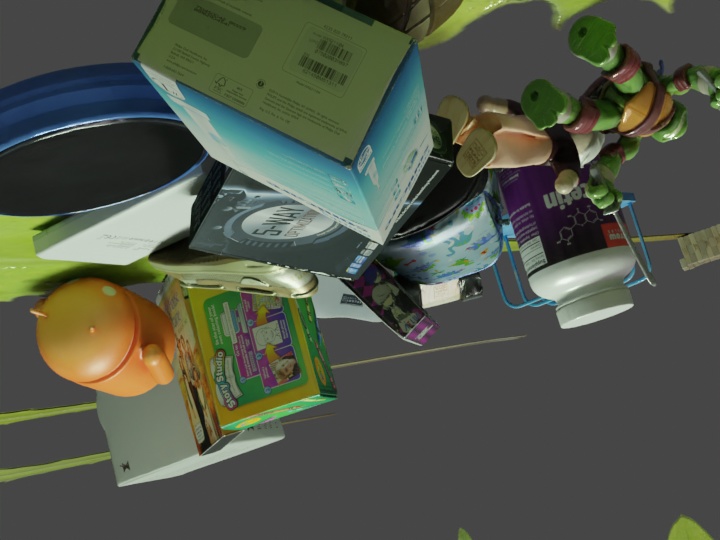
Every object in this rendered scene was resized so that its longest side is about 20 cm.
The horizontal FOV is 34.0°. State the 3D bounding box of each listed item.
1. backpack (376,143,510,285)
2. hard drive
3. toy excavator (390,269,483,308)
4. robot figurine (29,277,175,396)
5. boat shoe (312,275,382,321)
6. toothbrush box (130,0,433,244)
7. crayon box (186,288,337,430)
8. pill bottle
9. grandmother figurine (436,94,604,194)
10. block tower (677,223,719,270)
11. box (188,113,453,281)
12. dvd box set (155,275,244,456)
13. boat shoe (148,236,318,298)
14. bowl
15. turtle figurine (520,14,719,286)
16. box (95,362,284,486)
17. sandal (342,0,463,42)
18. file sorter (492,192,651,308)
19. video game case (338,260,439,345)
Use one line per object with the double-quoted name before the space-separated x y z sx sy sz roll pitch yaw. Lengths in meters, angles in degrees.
"backpack" 0.069 -0.061 1.158 0.162 0.155 0.200 -24 179 8
"hard drive" -0.184 -0.053 1.084 0.199 0.027 0.132 -22 167 27
"toy excavator" 0.072 -0.022 1.418 0.099 0.201 0.196 -14 127 -6
"robot figurine" -0.277 0.074 1.296 0.116 0.145 0.200 -32 159 7
"boat shoe" -0.043 0.021 1.494 0.199 0.074 0.065 20 -171 -39
"toothbrush box" -0.038 -0.102 0.741 0.145 0.086 0.200 27 172 11
"crayon box" -0.110 0.055 1.249 0.118 0.202 0.058 -19 167 16
"pill bottle" 0.212 -0.049 1.203 0.111 0.202 0.113 -15 168 -3
"grandmother figurine" 0.154 -0.116 1.046 0.199 0.122 0.061 -10 154 -48
"block tower" 0.660 -0.060 2.093 0.199 0.058 0.054 -22 167 18
"box" -0.037 -0.069 0.963 0.159 0.044 0.200 12 147 -21
"dvd box set" -0.189 0.105 1.366 0.029 0.202 0.146 -13 168 -22
"boat shoe" -0.126 -0.005 1.138 0.199 0.063 0.073 -1 -142 38
"bowl" -0.202 -0.090 0.867 0.199 0.040 0.201 -16 168 -3
"turtle figurine" 0.242 -0.119 0.990 0.193 0.202 0.143 17 152 -41
"box" -0.230 0.154 1.533 0.199 0.201 0.130 -23 167 31
"sandal" 0.011 -0.193 0.672 0.080 0.054 0.200 -23 153 5
"file sorter" 0.281 -0.026 1.587 0.138 0.124 0.199 -27 164 39
"video game case" 0.000 0.000 1.182 0.036 0.181 0.200 -46 170 2
